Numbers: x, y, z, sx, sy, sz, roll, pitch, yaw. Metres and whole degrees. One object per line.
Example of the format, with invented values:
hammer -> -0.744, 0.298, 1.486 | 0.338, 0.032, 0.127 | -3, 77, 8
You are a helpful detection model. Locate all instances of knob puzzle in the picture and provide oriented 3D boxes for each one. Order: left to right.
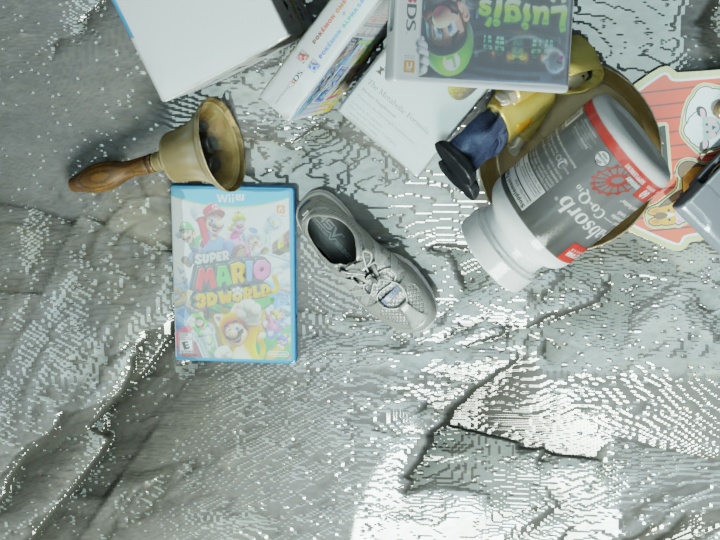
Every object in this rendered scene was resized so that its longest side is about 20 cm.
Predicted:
knob puzzle -> 0.331, -0.117, 1.493 | 0.216, 0.030, 0.223 | 2, 103, 7

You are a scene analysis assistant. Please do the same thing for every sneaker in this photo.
sneaker -> 0.000, 0.000, 1.531 | 0.200, 0.082, 0.075 | 41, 104, -3

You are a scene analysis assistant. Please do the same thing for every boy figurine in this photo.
boy figurine -> 0.166, -0.161, 1.435 | 0.199, 0.125, 0.064 | -40, 66, -11

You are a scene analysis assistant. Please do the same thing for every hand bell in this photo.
hand bell -> -0.236, -0.116, 1.549 | 0.198, 0.104, 0.105 | -13, 100, 23

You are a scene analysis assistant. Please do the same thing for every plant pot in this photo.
plant pot -> 0.223, -0.122, 1.492 | 0.197, 0.027, 0.203 | 3, 99, 18

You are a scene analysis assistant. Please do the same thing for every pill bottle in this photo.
pill bottle -> 0.207, -0.075, 1.430 | 0.200, 0.116, 0.116 | -41, 95, 21

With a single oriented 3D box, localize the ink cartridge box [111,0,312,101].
ink cartridge box -> -0.152, -0.276, 1.432 | 0.145, 0.200, 0.148 | -25, 98, 10

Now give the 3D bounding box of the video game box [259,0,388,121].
video game box -> -0.013, -0.239, 1.424 | 0.047, 0.200, 0.183 | 37, 103, 3

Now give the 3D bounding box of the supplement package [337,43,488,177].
supplement package -> 0.083, -0.216, 1.461 | 0.113, 0.110, 0.201 | 38, 104, -2

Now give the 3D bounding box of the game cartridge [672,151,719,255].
game cartridge -> 0.439, -0.096, 1.465 | 0.133, 0.042, 0.200 | 41, 99, -13

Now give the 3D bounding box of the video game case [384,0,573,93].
video game case -> 0.118, -0.266, 1.334 | 0.198, 0.023, 0.185 | 0, 97, -26

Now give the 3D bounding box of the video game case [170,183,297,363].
video game case -> -0.142, 0.004, 1.583 | 0.141, 0.018, 0.203 | 2, 102, 7
